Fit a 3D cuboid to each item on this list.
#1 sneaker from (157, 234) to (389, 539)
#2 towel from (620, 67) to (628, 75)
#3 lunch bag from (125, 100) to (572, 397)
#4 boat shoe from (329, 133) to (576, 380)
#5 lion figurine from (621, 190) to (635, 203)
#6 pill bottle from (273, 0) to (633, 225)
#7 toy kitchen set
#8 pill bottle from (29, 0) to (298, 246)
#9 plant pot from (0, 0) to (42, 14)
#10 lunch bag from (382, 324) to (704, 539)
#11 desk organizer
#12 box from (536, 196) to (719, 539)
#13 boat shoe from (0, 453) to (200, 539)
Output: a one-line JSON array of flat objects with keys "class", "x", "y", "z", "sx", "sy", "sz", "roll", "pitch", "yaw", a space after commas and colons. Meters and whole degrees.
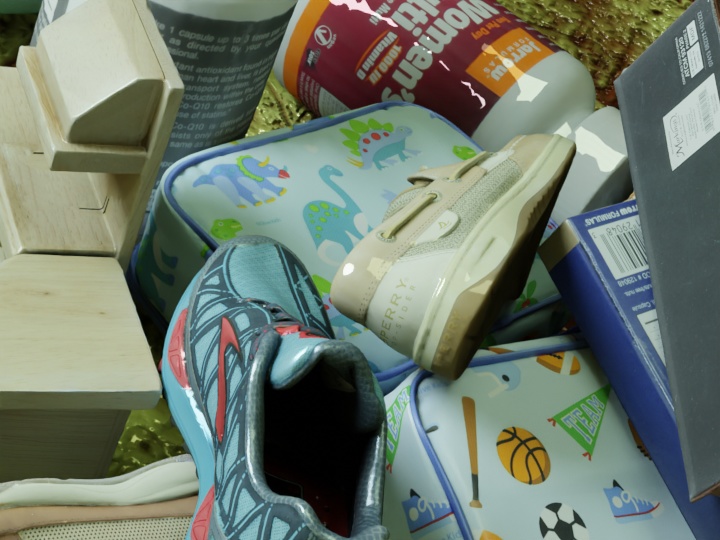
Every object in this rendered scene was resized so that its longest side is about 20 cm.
[{"class": "sneaker", "x": -0.019, "y": 0.051, "z": 0.654, "sx": 0.079, "sy": 0.096, "sz": 0.201, "roll": 15, "pitch": 40, "yaw": -23}, {"class": "towel", "x": 0.269, "y": -0.061, "z": 1.113, "sx": 0.170, "sy": 0.048, "sz": 0.200, "roll": -5, "pitch": 45, "yaw": -34}, {"class": "lunch bag", "x": 0.000, "y": 0.000, "z": 0.845, "sx": 0.199, "sy": 0.083, "sz": 0.161, "roll": -21, "pitch": 58, "yaw": -45}, {"class": "boat shoe", "x": 0.042, "y": -0.020, "z": 0.758, "sx": 0.065, "sy": 0.073, "sz": 0.200, "roll": 23, "pitch": 27, "yaw": 9}, {"class": "lion figurine", "x": 0.181, "y": -0.065, "z": 0.904, "sx": 0.122, "sy": 0.073, "sz": 0.201, "roll": 11, "pitch": 52, "yaw": -10}, {"class": "pill bottle", "x": 0.056, "y": -0.090, "z": 0.970, "sx": 0.200, "sy": 0.110, "sz": 0.109, "roll": 38, "pitch": 38, "yaw": 19}, {"class": "toy kitchen set", "x": -0.178, "y": -0.028, "z": 0.706, "sx": 0.179, "sy": 0.164, "sz": 0.201, "roll": 3, "pitch": 41, "yaw": -28}, {"class": "pill bottle", "x": -0.092, "y": -0.119, "z": 0.840, "sx": 0.112, "sy": 0.201, "sz": 0.113, "roll": 16, "pitch": 36, "yaw": -12}, {"class": "plant pot", "x": -0.152, "y": -0.222, "z": 0.959, "sx": 0.195, "sy": 0.201, "sz": 0.201, "roll": -12, "pitch": 49, "yaw": -29}, {"class": "lunch bag", "x": 0.094, "y": 0.099, "z": 0.753, "sx": 0.199, "sy": 0.076, "sz": 0.161, "roll": -6, "pitch": 64, "yaw": -38}, {"class": "desk organizer", "x": 0.168, "y": -0.007, "z": 0.730, "sx": 0.077, "sy": 0.072, "sz": 0.201, "roll": 11, "pitch": 56, "yaw": -26}, {"class": "box", "x": 0.169, "y": 0.057, "z": 0.756, "sx": 0.121, "sy": 0.032, "sz": 0.201, "roll": -15, "pitch": 68, "yaw": -36}, {"class": "boat shoe", "x": -0.104, "y": 0.120, "z": 0.643, "sx": 0.199, "sy": 0.076, "sz": 0.072, "roll": -13, "pitch": 52, "yaw": -38}]
